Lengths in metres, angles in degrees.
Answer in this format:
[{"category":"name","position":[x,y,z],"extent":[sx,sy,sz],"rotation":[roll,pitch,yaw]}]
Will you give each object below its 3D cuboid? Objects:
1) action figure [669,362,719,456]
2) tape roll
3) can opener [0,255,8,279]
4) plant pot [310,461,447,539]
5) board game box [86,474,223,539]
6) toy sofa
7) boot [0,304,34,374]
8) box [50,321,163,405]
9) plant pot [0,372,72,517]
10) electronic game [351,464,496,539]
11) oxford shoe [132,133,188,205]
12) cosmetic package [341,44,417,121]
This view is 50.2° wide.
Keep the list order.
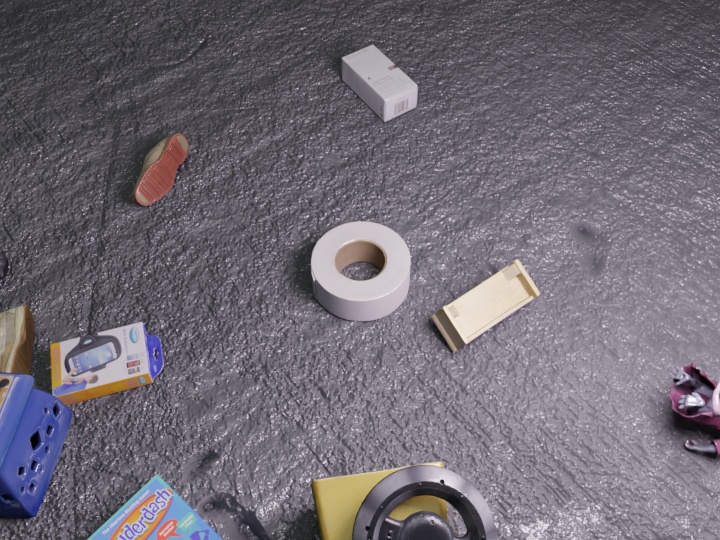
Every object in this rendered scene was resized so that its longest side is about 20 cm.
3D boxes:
[{"category":"action figure","position":[0.610,0.234,1.277],"extent":[0.199,0.149,0.135],"rotation":[36,65,-11]},{"category":"tape roll","position":[0.000,0.000,1.525],"extent":[0.199,0.071,0.204],"rotation":[-1,52,1]},{"category":"can opener","position":[-0.750,0.017,1.510],"extent":[0.078,0.064,0.201],"rotation":[-14,33,-5]},{"category":"plant pot","position":[0.037,0.413,1.135],"extent":[0.193,0.195,0.203],"rotation":[-8,66,-5]},{"category":"board game box","position":[-0.310,0.442,1.204],"extent":[0.199,0.045,0.152],"rotation":[33,60,25]},{"category":"toy sofa","position":[0.235,0.070,1.469],"extent":[0.199,0.098,0.083],"rotation":[-31,82,-21]},{"category":"boot","position":[-0.694,0.157,1.420],"extent":[0.152,0.073,0.201],"rotation":[-9,47,-6]},{"category":"box","position":[-0.469,0.169,1.425],"extent":[0.197,0.042,0.120],"rotation":[-15,53,-8]},{"category":"plant pot","position":[-0.620,0.272,1.260],"extent":[0.197,0.181,0.202],"rotation":[3,52,5]},{"category":"electronic game","position":[0.086,0.365,1.035],"extent":[0.197,0.042,0.203],"rotation":[1,83,-5]},{"category":"oxford shoe","position":[-0.459,-0.223,1.727],"extent":[0.073,0.071,0.201],"rotation":[-1,48,34]},{"category":"cosmetic package","position":[0.044,-0.461,1.884],"extent":[0.101,0.074,0.200],"rotation":[-28,58,-20]}]
